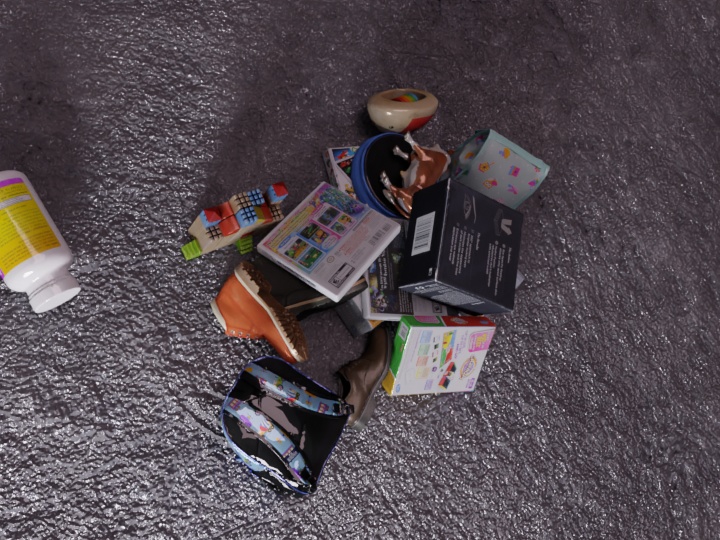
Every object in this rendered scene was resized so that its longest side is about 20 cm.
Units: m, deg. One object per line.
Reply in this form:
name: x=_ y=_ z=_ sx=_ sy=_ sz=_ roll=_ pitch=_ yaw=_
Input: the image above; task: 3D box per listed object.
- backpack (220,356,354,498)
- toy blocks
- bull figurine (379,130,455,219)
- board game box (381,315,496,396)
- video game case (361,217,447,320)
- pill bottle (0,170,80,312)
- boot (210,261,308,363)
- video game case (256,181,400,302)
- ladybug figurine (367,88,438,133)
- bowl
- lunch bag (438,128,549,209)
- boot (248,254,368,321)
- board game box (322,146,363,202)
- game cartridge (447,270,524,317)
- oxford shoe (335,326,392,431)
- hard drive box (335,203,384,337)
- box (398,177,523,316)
backpack: x=-0.139 y=0.248 z=1.125 sx=0.199 sy=0.134 sz=0.184 roll=37 pitch=59 yaw=-14
toy blocks: x=-0.208 y=-0.093 z=1.204 sx=0.199 sy=0.136 sz=0.101 roll=-22 pitch=85 yaw=-33
bull figurine: x=0.114 y=-0.200 z=1.380 sx=0.121 sy=0.065 sz=0.201 roll=33 pitch=60 yaw=-16
board game box: x=0.151 y=0.163 z=1.323 sx=0.198 sy=0.040 sz=0.155 roll=3 pitch=114 yaw=-29
video game case: x=0.079 y=-0.002 z=1.315 sx=0.180 sy=0.023 sz=0.203 roll=5 pitch=71 yaw=-30
pill bottle: x=-0.506 y=-0.041 z=1.036 sx=0.104 sy=0.104 sz=0.201 roll=-31 pitch=89 yaw=-34
boot: x=-0.172 y=0.094 z=1.168 sx=0.200 sy=0.107 sz=0.075 roll=50 pitch=10 yaw=17
video game case: x=-0.055 y=-0.058 z=1.239 sx=0.181 sy=0.024 sz=0.200 roll=31 pitch=58 yaw=19
ladybug figurine: x=0.091 y=-0.342 z=1.479 sx=0.199 sy=0.135 sz=0.073 roll=-30 pitch=133 yaw=-47
bowl: x=0.075 y=-0.189 z=1.417 sx=0.199 sy=0.039 sz=0.203 roll=9 pitch=70 yaw=-27
lunch bag: x=0.283 y=-0.209 z=1.482 sx=0.169 sy=0.200 sz=0.123 roll=29 pitch=52 yaw=-17
boot: x=-0.097 y=0.007 z=1.231 sx=0.198 sy=0.078 sz=0.140 roll=-20 pitch=77 yaw=-3
board game box: x=0.027 y=-0.197 z=1.435 sx=0.198 sy=0.035 sz=0.128 roll=-9 pitch=79 yaw=-32
game cartridge: x=0.229 y=0.036 z=1.422 sx=0.200 sy=0.042 sz=0.133 roll=-45 pitch=101 yaw=-7
oxford shoe: x=0.002 y=0.184 z=1.266 sx=0.084 sy=0.073 sz=0.202 roll=30 pitch=60 yaw=-15
hard drive box: x=0.000 y=0.000 z=1.327 sx=0.155 sy=0.077 sz=0.201 roll=-36 pitch=92 yaw=-34
box: x=0.193 y=-0.037 z=1.298 sx=0.198 sy=0.117 sz=0.199 roll=20 pitch=70 yaw=-29
